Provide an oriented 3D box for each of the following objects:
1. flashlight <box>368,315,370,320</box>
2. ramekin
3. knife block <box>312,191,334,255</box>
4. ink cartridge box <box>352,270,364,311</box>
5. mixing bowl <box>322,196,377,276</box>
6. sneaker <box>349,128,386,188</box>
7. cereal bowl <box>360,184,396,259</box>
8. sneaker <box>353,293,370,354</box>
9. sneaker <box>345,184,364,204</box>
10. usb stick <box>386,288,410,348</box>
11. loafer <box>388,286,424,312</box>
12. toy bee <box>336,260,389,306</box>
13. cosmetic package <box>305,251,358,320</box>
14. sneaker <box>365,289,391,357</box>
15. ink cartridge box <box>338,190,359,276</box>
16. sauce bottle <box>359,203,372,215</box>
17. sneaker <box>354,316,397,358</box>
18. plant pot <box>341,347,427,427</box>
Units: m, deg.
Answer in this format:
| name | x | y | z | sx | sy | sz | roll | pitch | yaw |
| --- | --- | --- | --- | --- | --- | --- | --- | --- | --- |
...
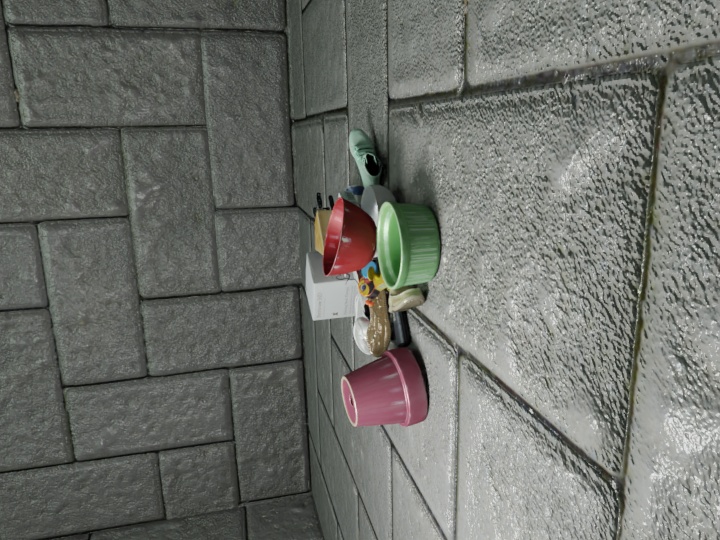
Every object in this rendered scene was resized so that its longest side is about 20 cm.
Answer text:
| name | x | y | z | sx | sy | sz | roll | pitch | yaw |
| --- | --- | --- | --- | --- | --- | --- | --- | --- | --- |
| flashlight | 0.051 | 0.092 | 1.683 | 0.068 | 0.067 | 0.202 | -37 | -48 | -52 |
| ramekin | 0.109 | -0.060 | 1.300 | 0.200 | 0.096 | 0.203 | 176 | 90 | -77 |
| knife block | -0.099 | -0.143 | 1.684 | 0.200 | 0.063 | 0.178 | -145 | 53 | -73 |
| ink cartridge box | 0.000 | 0.000 | 1.709 | 0.201 | 0.047 | 0.161 | -108 | 5 | -48 |
| mixing bowl | -0.021 | -0.076 | 1.428 | 0.200 | 0.107 | 0.203 | -170 | 90 | -75 |
| sneaker | 0.021 | -0.340 | 1.628 | 0.118 | 0.073 | 0.203 | 110 | 143 | -74 |
| cereal bowl | 0.061 | -0.131 | 1.514 | 0.200 | 0.082 | 0.203 | 175 | 90 | -76 |
| sneaker | 0.019 | 0.172 | 1.811 | 0.082 | 0.074 | 0.203 | -175 | 77 | -69 |
| sneaker | -0.028 | -0.190 | 1.880 | 0.200 | 0.080 | 0.117 | 121 | 144 | -65 |
| usb stick | 0.101 | 0.112 | 1.532 | 0.056 | 0.032 | 0.202 | 114 | 149 | -65 |
| loafer | 0.104 | 0.064 | 1.411 | 0.200 | 0.075 | 0.069 | 139 | 120 | -74 |
| toy bee | 0.041 | 0.035 | 1.487 | 0.199 | 0.130 | 0.110 | -35 | 57 | 43 |
| cosmetic package | -0.076 | 0.046 | 1.905 | 0.167 | 0.197 | 0.169 | -110 | 19 | -48 |
| sneaker | 0.056 | 0.144 | 1.578 | 0.112 | 0.070 | 0.203 | 50 | -141 | -75 |
| ink cartridge box | -0.034 | -0.109 | 1.655 | 0.163 | 0.056 | 0.202 | -114 | 20 | -55 |
| sauce bottle | 0.026 | -0.118 | 1.700 | 0.201 | 0.065 | 0.066 | 93 | 166 | -50 |
| sneaker | 0.060 | 0.179 | 1.632 | 0.200 | 0.075 | 0.089 | 44 | 109 | 45 |
| plant pot | 0.052 | 0.312 | 1.445 | 0.200 | 0.177 | 0.203 | 169 | 90 | -74 |
